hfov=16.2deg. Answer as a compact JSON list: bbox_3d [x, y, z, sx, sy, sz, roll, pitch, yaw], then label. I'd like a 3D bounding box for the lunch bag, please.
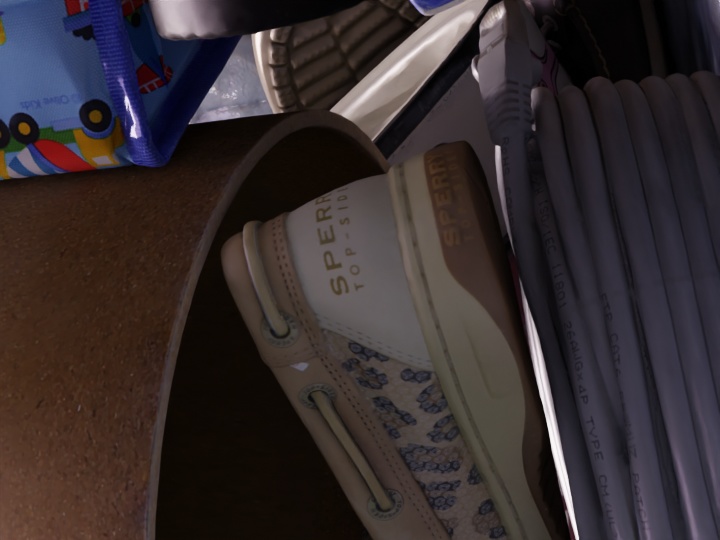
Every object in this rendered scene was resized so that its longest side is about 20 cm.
[{"bbox_3d":[-0.094,-0.104,0.669,0.200,0.150,0.094,-57,-45,-54],"label":"lunch bag"}]

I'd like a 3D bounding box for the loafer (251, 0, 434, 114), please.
[{"bbox_3d":[0.013,-0.071,0.959,0.200,0.076,0.068,45,-165,-53],"label":"loafer"}]

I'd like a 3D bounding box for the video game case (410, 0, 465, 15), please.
[{"bbox_3d":[-0.024,-0.201,0.801,0.200,0.045,0.181,58,-172,-30],"label":"video game case"}]

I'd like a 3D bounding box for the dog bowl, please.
[{"bbox_3d":[0.000,0.000,0.814,0.074,0.200,0.200,44,-172,-7],"label":"dog bowl"}]

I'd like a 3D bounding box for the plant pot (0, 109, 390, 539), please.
[{"bbox_3d":[-0.102,0.050,0.662,0.186,0.200,0.187,2,-90,-68],"label":"plant pot"}]

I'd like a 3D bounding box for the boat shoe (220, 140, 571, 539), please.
[{"bbox_3d":[0.016,0.048,0.628,0.073,0.063,0.200,-101,-4,-45],"label":"boat shoe"}]

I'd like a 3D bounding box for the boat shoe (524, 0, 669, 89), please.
[{"bbox_3d":[0.070,-0.106,0.909,0.200,0.057,0.067,-99,-3,-46],"label":"boat shoe"}]

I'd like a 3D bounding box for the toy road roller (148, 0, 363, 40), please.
[{"bbox_3d":[0.037,-0.130,0.570,0.200,0.146,0.123,-30,-66,-48],"label":"toy road roller"}]

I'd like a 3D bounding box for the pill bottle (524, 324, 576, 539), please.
[{"bbox_3d":[0.075,0.120,0.801,0.110,0.109,0.200,74,-163,-64],"label":"pill bottle"}]

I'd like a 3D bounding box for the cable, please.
[{"bbox_3d":[0.086,0.046,0.663,0.200,0.069,0.200,74,-175,-56],"label":"cable"}]
